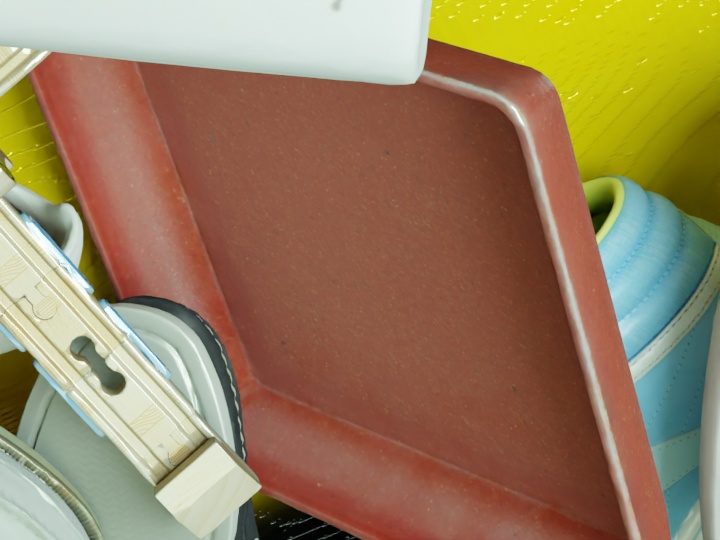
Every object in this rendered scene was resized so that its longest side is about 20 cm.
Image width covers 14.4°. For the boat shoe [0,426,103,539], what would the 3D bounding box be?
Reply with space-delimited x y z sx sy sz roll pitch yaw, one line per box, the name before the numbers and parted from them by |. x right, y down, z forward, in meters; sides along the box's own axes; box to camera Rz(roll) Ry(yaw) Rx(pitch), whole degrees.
boat shoe | -0.158 0.062 0.782 0.199 0.068 0.075 27 104 -22

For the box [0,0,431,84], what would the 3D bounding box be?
box | -0.072 -0.167 0.695 0.197 0.171 0.201 6 110 -2

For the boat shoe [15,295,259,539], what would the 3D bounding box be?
boat shoe | -0.060 0.089 0.873 0.073 0.060 0.201 11 121 21

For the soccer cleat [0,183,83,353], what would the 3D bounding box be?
soccer cleat | -0.174 -0.025 0.806 0.199 0.070 0.078 15 152 -19

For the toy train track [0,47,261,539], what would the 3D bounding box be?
toy train track | -0.098 -0.003 0.770 0.115 0.033 0.200 -40 107 2

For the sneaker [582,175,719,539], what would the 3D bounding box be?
sneaker | 0.051 0.058 0.881 0.130 0.080 0.201 31 96 -22

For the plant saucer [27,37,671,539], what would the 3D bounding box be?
plant saucer | 0.000 0.000 0.790 0.037 0.199 0.201 -44 134 -28

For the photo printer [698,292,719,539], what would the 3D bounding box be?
photo printer | 0.182 0.017 0.834 0.199 0.069 0.168 -5 111 -39
